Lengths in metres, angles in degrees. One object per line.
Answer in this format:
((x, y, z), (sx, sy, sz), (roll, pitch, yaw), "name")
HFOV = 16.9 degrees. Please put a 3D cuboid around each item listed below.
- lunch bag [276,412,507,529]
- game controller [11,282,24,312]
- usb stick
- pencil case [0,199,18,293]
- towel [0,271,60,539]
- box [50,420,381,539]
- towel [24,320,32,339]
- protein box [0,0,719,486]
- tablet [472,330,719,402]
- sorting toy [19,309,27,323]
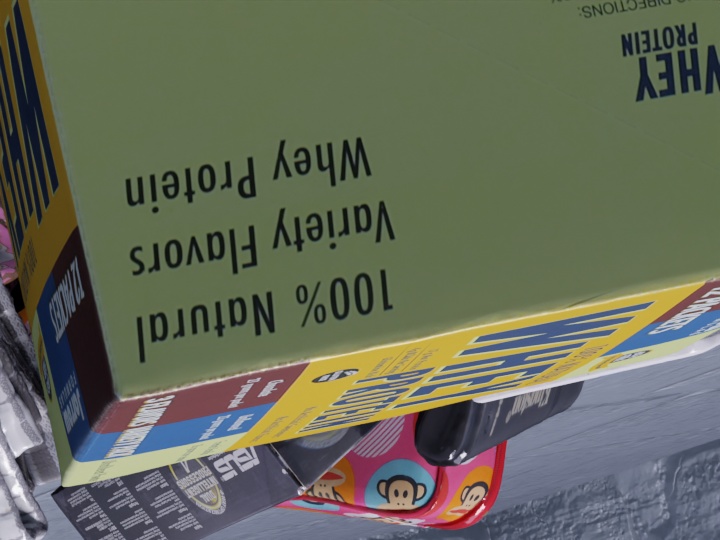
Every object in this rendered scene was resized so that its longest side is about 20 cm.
((-0.008, 0.050, 1.368), (0.200, 0.177, 0.082), (4, 174, 38), "lunch bag")
((-0.212, 0.019, 1.080), (0.104, 0.042, 0.200), (-5, -163, 25), "game controller")
((0.077, 0.062, 1.252), (0.033, 0.056, 0.200), (28, -165, 17), "usb stick")
((-0.132, -0.039, 0.974), (0.086, 0.083, 0.200), (27, 148, -27), "pencil case")
((-0.216, 0.027, 0.922), (0.165, 0.200, 0.086), (-17, -156, 13), "towel")
((-0.018, 0.035, 0.907), (0.161, 0.049, 0.200), (-38, -177, -29), "box")
((-0.117, 0.002, 1.092), (0.147, 0.024, 0.200), (-48, -176, -3), "towel")
((-0.002, -0.067, 0.662), (0.198, 0.200, 0.135), (-11, 169, -15), "protein box")
((0.152, 0.026, 1.175), (0.130, 0.014, 0.200), (-15, -177, 35), "tablet")
((-0.127, 0.069, 1.271), (0.107, 0.180, 0.200), (-15, 170, 9), "sorting toy")
